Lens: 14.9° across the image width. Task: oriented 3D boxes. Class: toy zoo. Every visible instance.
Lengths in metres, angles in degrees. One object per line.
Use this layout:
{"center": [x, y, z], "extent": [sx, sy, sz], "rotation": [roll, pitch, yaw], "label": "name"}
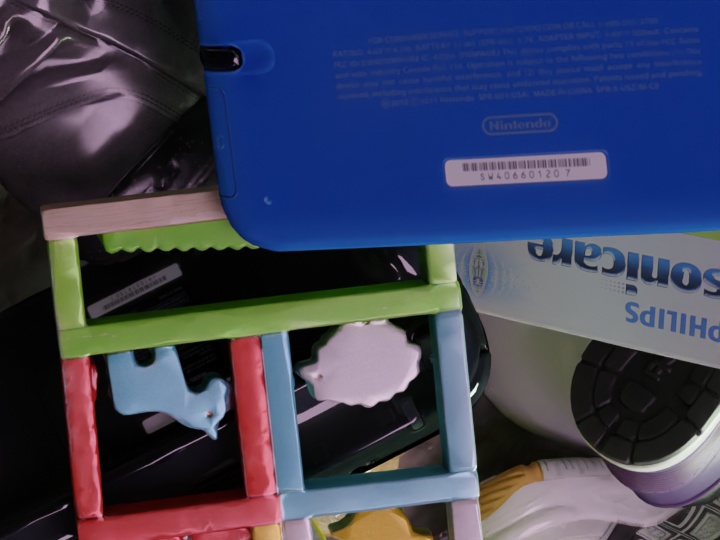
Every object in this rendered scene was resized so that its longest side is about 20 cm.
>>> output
{"center": [-0.027, 0.072, 0.881], "extent": [0.130, 0.020, 0.201], "rotation": [-6, 97, -6], "label": "toy zoo"}

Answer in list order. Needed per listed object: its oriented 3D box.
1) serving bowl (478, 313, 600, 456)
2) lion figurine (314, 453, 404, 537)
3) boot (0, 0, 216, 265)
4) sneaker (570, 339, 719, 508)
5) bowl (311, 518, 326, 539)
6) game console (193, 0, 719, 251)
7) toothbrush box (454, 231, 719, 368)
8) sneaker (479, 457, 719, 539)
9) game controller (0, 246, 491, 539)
{"center": [0.136, -0.008, 1.099], "extent": [0.199, 0.066, 0.201], "rotation": [-17, 123, -28], "label": "serving bowl"}
{"center": [0.000, 0.000, 1.003], "extent": [0.122, 0.072, 0.201], "rotation": [27, 95, -45], "label": "lion figurine"}
{"center": [-0.069, -0.111, 0.898], "extent": [0.132, 0.070, 0.200], "rotation": [44, 77, -31], "label": "boot"}
{"center": [0.164, 0.005, 1.047], "extent": [0.200, 0.076, 0.088], "rotation": [-45, 146, -2], "label": "sneaker"}
{"center": [-0.100, 0.144, 0.969], "extent": [0.200, 0.200, 0.108], "rotation": [-44, 174, -7], "label": "bowl"}
{"center": [0.056, -0.106, 0.848], "extent": [0.118, 0.199, 0.172], "rotation": [-45, 131, -68], "label": "game console"}
{"center": [0.099, -0.081, 0.942], "extent": [0.086, 0.145, 0.201], "rotation": [-11, 109, -49], "label": "toothbrush box"}
{"center": [0.124, 0.124, 1.131], "extent": [0.199, 0.088, 0.076], "rotation": [-2, 159, -35], "label": "sneaker"}
{"center": [-0.059, 0.039, 0.917], "extent": [0.199, 0.105, 0.042], "rotation": [-26, 157, -4], "label": "game controller"}
